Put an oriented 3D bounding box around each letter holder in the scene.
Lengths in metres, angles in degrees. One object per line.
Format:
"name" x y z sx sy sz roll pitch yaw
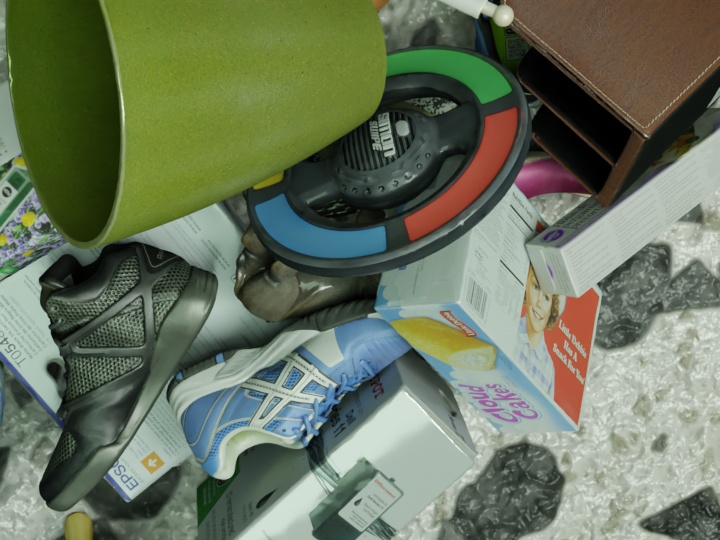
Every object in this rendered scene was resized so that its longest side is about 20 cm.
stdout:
"letter holder" 0.189 -0.171 1.103 0.142 0.101 0.200 43 68 12

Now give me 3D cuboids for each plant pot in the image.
"plant pot" -0.091 -0.122 0.997 0.198 0.187 0.189 -11 111 -30

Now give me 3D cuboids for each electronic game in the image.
"electronic game" 0.016 -0.075 1.071 0.199 0.201 0.042 -27 132 3

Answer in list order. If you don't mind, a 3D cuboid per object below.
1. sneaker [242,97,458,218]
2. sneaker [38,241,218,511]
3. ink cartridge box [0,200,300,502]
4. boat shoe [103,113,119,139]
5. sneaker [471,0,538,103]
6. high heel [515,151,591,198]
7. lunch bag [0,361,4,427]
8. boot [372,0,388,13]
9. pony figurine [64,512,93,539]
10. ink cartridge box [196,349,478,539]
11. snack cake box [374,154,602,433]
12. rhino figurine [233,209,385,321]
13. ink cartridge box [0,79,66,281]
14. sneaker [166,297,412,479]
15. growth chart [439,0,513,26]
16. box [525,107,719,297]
"sneaker" 0.006 -0.097 1.169 0.198 0.077 0.089 -19 78 1
"sneaker" -0.193 0.066 1.141 0.114 0.076 0.200 29 100 -12
"ink cartridge box" -0.153 0.037 1.195 0.199 0.041 0.200 -36 108 6
"boat shoe" -0.115 -0.104 1.099 0.198 0.068 0.072 -14 150 -9
"sneaker" 0.106 -0.209 1.120 0.078 0.089 0.202 -14 107 -2
"high heel" 0.142 -0.049 1.191 0.199 0.067 0.097 -26 104 -9
"lunch bag" -0.318 0.163 1.149 0.127 0.170 0.201 32 103 -16
"boot" -0.055 -0.242 1.095 0.199 0.077 0.156 28 104 -17
"pony figurine" -0.189 0.298 1.191 0.165 0.200 0.195 -2 108 -7
"ink cartridge box" -0.022 0.149 1.192 0.200 0.147 0.083 -42 106 7
"snack cake box" 0.094 0.020 1.133 0.067 0.116 0.200 -5 148 31
"rhino figurine" 0.000 0.000 1.164 0.198 0.060 0.088 2 141 -29
"ink cartridge box" -0.290 -0.034 1.131 0.199 0.050 0.110 -31 84 3
"sneaker" -0.037 0.081 1.146 0.199 0.076 0.078 -25 67 13
"growth chart" 0.070 -0.260 1.065 0.143 0.018 0.202 18 70 5
"box" 0.199 -0.050 1.137 0.199 0.039 0.042 -36 114 -26
